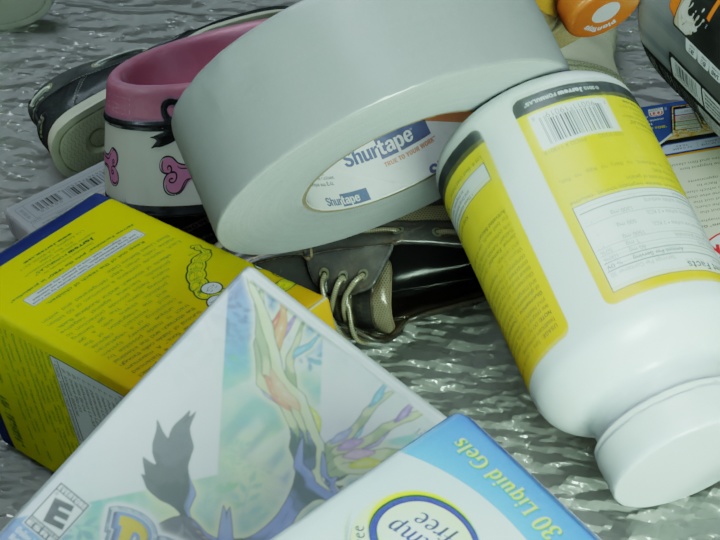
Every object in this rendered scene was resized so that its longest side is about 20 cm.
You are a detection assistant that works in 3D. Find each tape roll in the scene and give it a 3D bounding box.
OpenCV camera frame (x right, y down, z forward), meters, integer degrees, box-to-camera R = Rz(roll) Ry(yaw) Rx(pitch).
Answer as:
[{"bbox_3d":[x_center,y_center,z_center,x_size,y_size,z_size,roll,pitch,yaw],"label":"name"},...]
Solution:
[{"bbox_3d":[0.006,-0.083,1.203,0.199,0.200,0.066,-22,76,-12],"label":"tape roll"}]

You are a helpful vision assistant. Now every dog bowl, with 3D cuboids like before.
[{"bbox_3d":[-0.062,-0.098,1.396,0.199,0.074,0.200,-12,16,4],"label":"dog bowl"}]

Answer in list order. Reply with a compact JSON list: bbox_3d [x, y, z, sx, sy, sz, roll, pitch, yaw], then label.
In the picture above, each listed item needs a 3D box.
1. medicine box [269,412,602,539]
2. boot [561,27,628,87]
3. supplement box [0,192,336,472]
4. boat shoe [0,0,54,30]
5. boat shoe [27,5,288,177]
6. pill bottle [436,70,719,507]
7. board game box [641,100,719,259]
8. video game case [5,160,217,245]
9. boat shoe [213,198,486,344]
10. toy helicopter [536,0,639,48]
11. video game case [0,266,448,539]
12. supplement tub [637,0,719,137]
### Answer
[{"bbox_3d":[0.024,0.188,0.924,0.200,0.103,0.182,-32,59,-27],"label":"medicine box"},{"bbox_3d":[0.068,-0.120,1.467,0.199,0.072,0.155,-8,34,4],"label":"boot"},{"bbox_3d":[-0.107,0.054,1.232,0.109,0.109,0.200,-34,38,-28],"label":"supplement box"},{"bbox_3d":[-0.298,-0.227,1.776,0.199,0.073,0.062,5,40,36],"label":"boat shoe"},{"bbox_3d":[-0.123,-0.131,1.557,0.199,0.072,0.068,-25,38,-13],"label":"boat shoe"},{"bbox_3d":[0.121,0.010,1.154,0.111,0.112,0.201,-19,62,-7],"label":"pill bottle"},{"bbox_3d":[0.204,-0.030,1.296,0.151,0.047,0.200,-9,33,8],"label":"board game box"},{"bbox_3d":[-0.095,-0.041,1.455,0.199,0.023,0.182,-27,34,-21],"label":"video game case"},{"bbox_3d":[0.000,0.000,1.306,0.199,0.075,0.073,-18,32,-3],"label":"boat shoe"},{"bbox_3d":[0.053,-0.134,1.325,0.199,0.132,0.079,-17,65,-19],"label":"toy helicopter"},{"bbox_3d":[-0.033,0.121,1.052,0.200,0.022,0.182,37,69,14],"label":"video game case"},{"bbox_3d":[0.237,-0.110,1.248,0.122,0.123,0.200,-20,33,-9],"label":"supplement tub"}]
